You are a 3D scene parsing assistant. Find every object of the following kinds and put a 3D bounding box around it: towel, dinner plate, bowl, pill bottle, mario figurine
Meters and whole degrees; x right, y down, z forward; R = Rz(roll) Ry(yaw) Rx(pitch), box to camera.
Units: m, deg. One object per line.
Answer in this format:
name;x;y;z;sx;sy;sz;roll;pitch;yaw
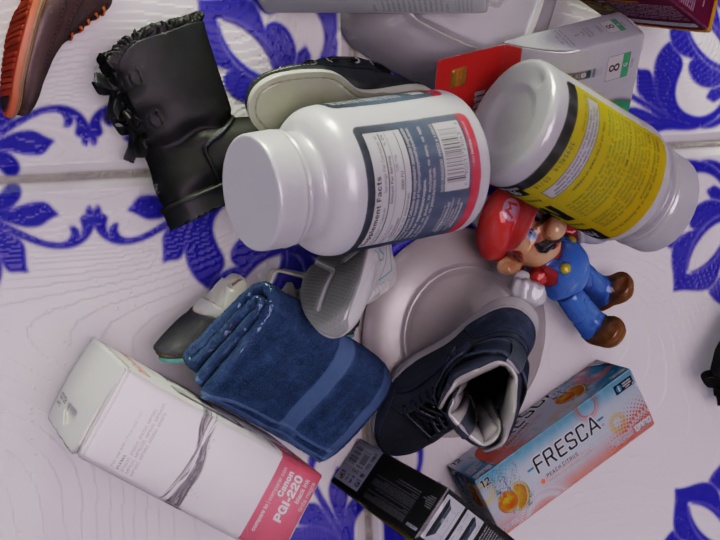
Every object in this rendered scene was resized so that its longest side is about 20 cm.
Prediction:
towel;-0.055;0.092;1.196;0.112;0.049;0.200;-47;136;5
dinner plate;0.096;0.061;1.320;0.197;0.024;0.204;-3;97;-22
bowl;0.099;-0.267;1.262;0.198;0.074;0.203;21;86;-24
pill bottle;0.202;-0.095;1.224;0.198;0.114;0.116;24;86;-32
mario figurine;0.192;-0.010;1.296;0.106;0.124;0.199;-44;121;16
pill bottle;-0.005;-0.076;1.108;0.198;0.119;0.122;-11;100;-34

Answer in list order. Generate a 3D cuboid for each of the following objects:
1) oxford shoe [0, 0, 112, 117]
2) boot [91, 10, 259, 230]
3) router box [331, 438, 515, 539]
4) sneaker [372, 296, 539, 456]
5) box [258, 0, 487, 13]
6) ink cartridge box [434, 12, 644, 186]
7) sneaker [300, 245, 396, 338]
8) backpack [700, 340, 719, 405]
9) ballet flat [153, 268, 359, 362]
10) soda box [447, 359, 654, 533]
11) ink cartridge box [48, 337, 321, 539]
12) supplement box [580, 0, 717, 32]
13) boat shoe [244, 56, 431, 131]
oxford shoe;-0.240;-0.215;1.129;0.072;0.071;0.203;20;87;-28
boot;-0.123;-0.143;1.187;0.197;0.073;0.164;-26;97;-24
router box;0.076;0.233;1.234;0.157;0.200;0.053;39;81;-20
sneaker;0.073;0.123;1.216;0.077;0.147;0.202;39;117;-11
box;0.010;-0.288;1.159;0.197;0.097;0.127;2;87;5
ink cartridge box;0.159;-0.139;1.270;0.198;0.050;0.163;-19;136;-23
sneaker;0.000;0.000;1.196;0.070;0.201;0.081;-24;117;22
backpack;0.469;0.103;1.424;0.199;0.126;0.168;38;78;-24
ballet flat;-0.090;0.034;1.216;0.197;0.073;0.074;-7;98;-28
soda box;0.186;0.171;1.347;0.199;0.063;0.069;-33;106;-17
ink cartridge box;-0.150;0.147;1.160;0.199;0.145;0.086;30;85;-23
supplement box;0.245;-0.287;1.253;0.199;0.109;0.087;12;90;-56
boat shoe;-0.024;-0.150;1.175;0.197;0.066;0.075;-8;128;-36
